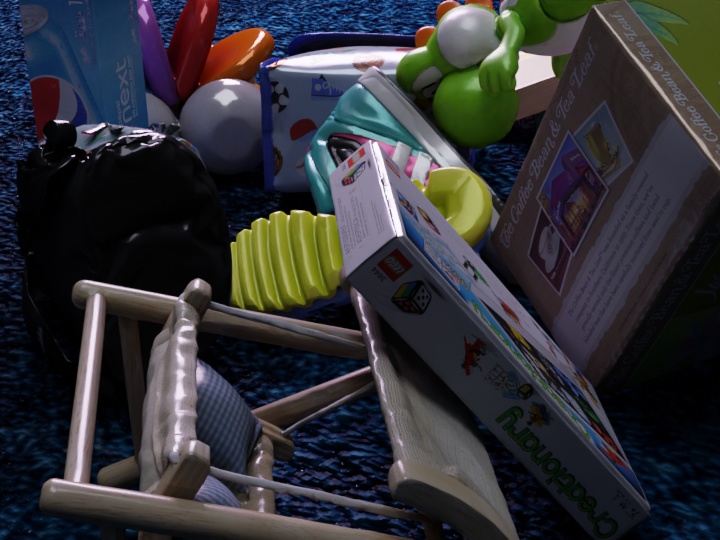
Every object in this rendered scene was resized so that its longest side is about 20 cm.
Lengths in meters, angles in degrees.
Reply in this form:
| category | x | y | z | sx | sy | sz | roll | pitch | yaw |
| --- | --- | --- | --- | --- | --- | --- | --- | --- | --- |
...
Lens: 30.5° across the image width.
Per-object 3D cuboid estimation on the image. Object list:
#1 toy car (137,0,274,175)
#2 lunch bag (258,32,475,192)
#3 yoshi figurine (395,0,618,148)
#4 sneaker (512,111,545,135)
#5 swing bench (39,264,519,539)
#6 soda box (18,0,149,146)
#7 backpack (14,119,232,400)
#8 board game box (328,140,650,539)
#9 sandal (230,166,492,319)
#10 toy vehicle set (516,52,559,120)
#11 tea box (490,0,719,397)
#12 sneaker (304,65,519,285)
| category | x | y | z | sx | sy | sz | roll | pitch | yaw |
| --- | --- | --- | --- | --- | --- | --- | --- | --- | --- |
| toy car | -0.166 | -0.167 | 1.134 | 0.199 | 0.150 | 0.175 | -8 | 26 | -12 |
| lunch bag | 0.013 | -0.134 | 1.094 | 0.169 | 0.124 | 0.200 | 1 | 11 | 8 |
| yoshi figurine | 0.122 | -0.151 | 0.923 | 0.200 | 0.112 | 0.112 | -25 | 37 | 27 |
| sneaker | 0.186 | -0.138 | 1.156 | 0.087 | 0.075 | 0.200 | -34 | 28 | -32 |
| swing bench | -0.031 | 0.092 | 0.604 | 0.199 | 0.130 | 0.199 | -5 | 25 | -6 |
| soda box | -0.205 | -0.130 | 1.002 | 0.064 | 0.201 | 0.068 | 6 | 26 | 17 |
| backpack | -0.154 | -0.021 | 0.847 | 0.126 | 0.167 | 0.200 | -6 | 13 | -23 |
| board game box | 0.063 | 0.034 | 0.662 | 0.035 | 0.200 | 0.126 | -38 | 22 | 12 |
| sandal | 0.000 | 0.000 | 0.867 | 0.199 | 0.087 | 0.080 | -11 | 56 | 19 |
| toy vehicle set | 0.179 | -0.199 | 1.166 | 0.124 | 0.027 | 0.200 | -18 | 26 | 11 |
| tea box | 0.209 | -0.053 | 0.768 | 0.196 | 0.200 | 0.134 | -15 | 58 | -23 |
| sneaker | 0.029 | -0.039 | 0.936 | 0.200 | 0.121 | 0.084 | 50 | 5 | 21 |
